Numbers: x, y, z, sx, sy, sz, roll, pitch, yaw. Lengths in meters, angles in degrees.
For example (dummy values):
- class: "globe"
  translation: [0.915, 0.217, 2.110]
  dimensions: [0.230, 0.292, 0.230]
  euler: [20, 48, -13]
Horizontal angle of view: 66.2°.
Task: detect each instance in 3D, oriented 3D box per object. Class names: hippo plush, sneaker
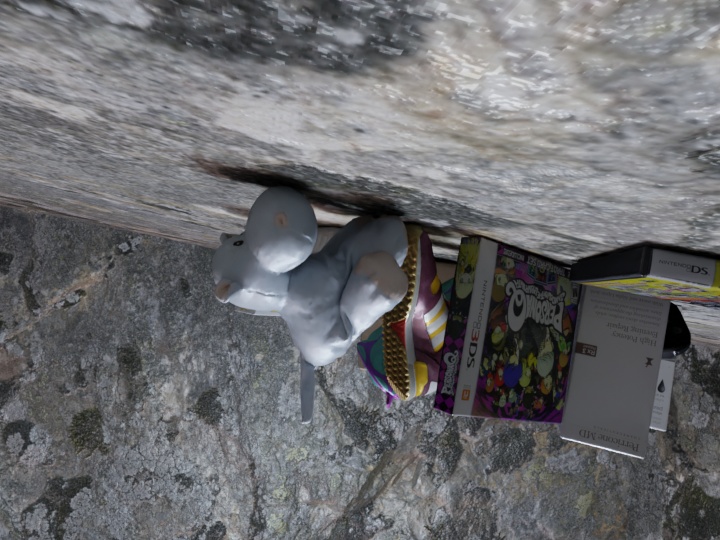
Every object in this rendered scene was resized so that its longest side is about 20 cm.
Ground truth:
- class: "hippo plush"
  translation: [-0.062, -0.001, 0.544]
  dimensions: [0.158, 0.202, 0.161]
  euler: [31, -158, -20]
- class: "sneaker"
  translation: [0.074, 0.043, 0.622]
  dimensions: [0.088, 0.206, 0.075]
  euler: [-12, -154, -26]

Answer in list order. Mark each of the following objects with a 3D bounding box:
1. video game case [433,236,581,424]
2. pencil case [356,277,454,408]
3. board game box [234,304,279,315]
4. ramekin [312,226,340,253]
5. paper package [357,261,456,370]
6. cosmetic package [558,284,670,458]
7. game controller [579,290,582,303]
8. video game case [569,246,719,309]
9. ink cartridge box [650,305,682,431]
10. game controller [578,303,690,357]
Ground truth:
- class: "video game case"
  translation: [0.175, 0.075, 0.630]
  dimensions: [0.196, 0.188, 0.035]
  euler: [15, 174, -36]
- class: "pencil case"
  translation: [0.093, 0.082, 0.713]
  dimensions: [0.094, 0.197, 0.086]
  euler: [55, 176, 26]
- class: "board game box"
  translation: [-0.121, -0.001, 0.850]
  dimensions: [0.033, 0.139, 0.200]
  euler: [9, 178, 16]
- class: "ramekin"
  translation: [0.000, 0.000, 0.807]
  dimensions: [0.195, 0.098, 0.202]
  euler: [10, 177, 1]
- class: "paper package"
  translation: [0.101, 0.081, 0.954]
  dimensions: [0.184, 0.207, 0.103]
  euler: [9, 178, 15]
- class: "cosmetic package"
  translation: [0.311, 0.113, 0.682]
  dimensions: [0.098, 0.207, 0.074]
  euler: [9, 178, 20]
- class: "game controller"
  translation: [0.252, 0.021, 0.776]
  dimensions: [0.194, 0.044, 0.104]
  euler: [12, 177, -13]
- class: "video game case"
  translation: [0.315, 0.013, 0.522]
  dimensions: [0.174, 0.026, 0.200]
  euler: [11, 178, 6]
- class: "ink cartridge box"
  translation: [0.455, 0.151, 0.946]
  dimensions: [0.142, 0.207, 0.084]
  euler: [8, 174, 22]
- class: "game controller"
  translation: [0.342, 0.086, 0.768]
  dimensions: [0.194, 0.106, 0.043]
  euler: [-10, 128, 19]
